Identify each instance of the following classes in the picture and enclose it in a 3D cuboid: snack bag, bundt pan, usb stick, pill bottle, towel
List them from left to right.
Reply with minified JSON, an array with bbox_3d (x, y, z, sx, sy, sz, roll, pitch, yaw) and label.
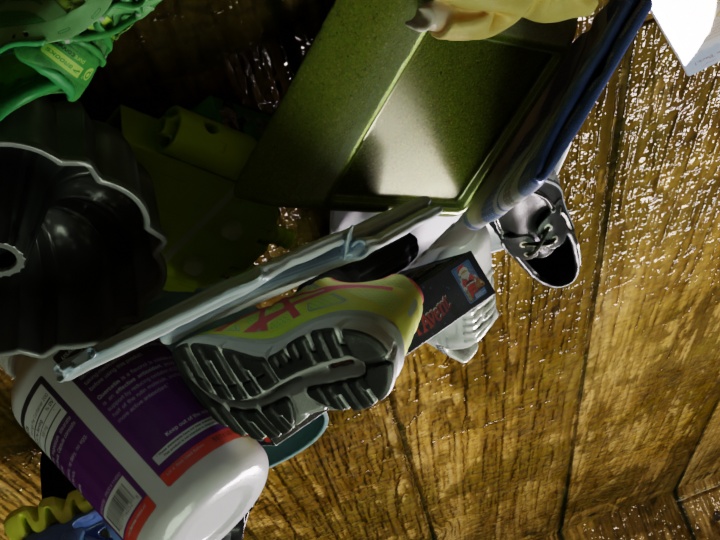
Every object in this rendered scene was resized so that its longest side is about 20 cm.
[{"bbox_3d":[-0.213,-0.035,0.882,0.200,0.076,0.203,-3,143,-2],"label":"bundt pan"},{"bbox_3d":[-0.164,0.103,1.031,0.112,0.200,0.113,-39,159,-18],"label":"pill bottle"},{"bbox_3d":[-0.066,0.012,0.920,0.188,0.022,0.200,-24,180,34],"label":"snack bag"},{"bbox_3d":[0.000,0.000,1.105,0.055,0.033,0.200,-28,-179,17],"label":"usb stick"},{"bbox_3d":[0.124,-0.102,0.984,0.148,0.024,0.200,-59,-177,-9],"label":"towel"}]

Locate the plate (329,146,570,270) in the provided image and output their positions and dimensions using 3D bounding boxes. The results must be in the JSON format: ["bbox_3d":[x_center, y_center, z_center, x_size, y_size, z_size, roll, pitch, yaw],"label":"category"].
[{"bbox_3d":[0.061,-0.051,1.221,0.198,0.033,0.200,-15,159,-11],"label":"plate"}]

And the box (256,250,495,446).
[{"bbox_3d":[-0.012,0.059,1.088,0.199,0.038,0.136,-33,-174,-20],"label":"box"}]

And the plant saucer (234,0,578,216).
[{"bbox_3d":[0.044,-0.106,0.951,0.199,0.048,0.201,1,130,-46],"label":"plant saucer"}]

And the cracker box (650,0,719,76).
[{"bbox_3d":[0.243,-0.210,0.960,0.133,0.058,0.200,-25,158,16],"label":"cracker box"}]

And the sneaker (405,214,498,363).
[{"bbox_3d":[0.083,0.014,1.217,0.076,0.081,0.200,-38,168,-15],"label":"sneaker"}]

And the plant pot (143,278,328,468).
[{"bbox_3d":[-0.139,0.089,1.235,0.199,0.135,0.201,-15,158,-6],"label":"plant pot"}]

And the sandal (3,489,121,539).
[{"bbox_3d":[-0.187,0.206,1.185,0.199,0.088,0.079,-26,154,16],"label":"sandal"}]

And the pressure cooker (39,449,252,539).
[{"bbox_3d":[-0.197,0.219,1.447,0.199,0.180,0.176,-8,153,-26],"label":"pressure cooker"}]

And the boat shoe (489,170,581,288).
[{"bbox_3d":[0.143,-0.037,1.205,0.068,0.057,0.200,-25,158,13],"label":"boat shoe"}]

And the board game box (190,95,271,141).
[{"bbox_3d":[-0.130,-0.048,1.060,0.199,0.029,0.134,-31,155,27],"label":"board game box"}]

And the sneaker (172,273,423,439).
[{"bbox_3d":[-0.036,0.048,0.944,0.199,0.078,0.090,-10,-149,41],"label":"sneaker"}]

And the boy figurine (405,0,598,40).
[{"bbox_3d":[0.072,-0.188,0.837,0.199,0.064,0.125,5,116,-49],"label":"boy figurine"}]

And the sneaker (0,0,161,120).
[{"bbox_3d":[-0.140,-0.131,0.761,0.199,0.084,0.074,-31,143,24],"label":"sneaker"}]

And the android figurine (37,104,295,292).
[{"bbox_3d":[-0.137,-0.040,0.981,0.199,0.041,0.182,23,133,-35],"label":"android figurine"}]
